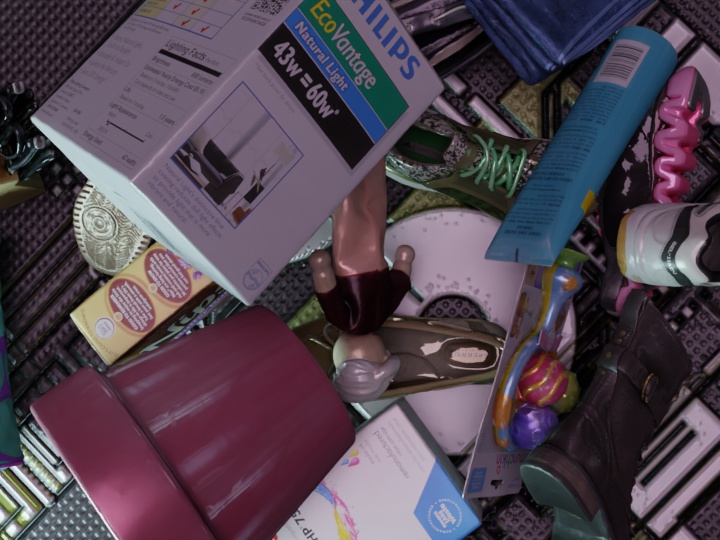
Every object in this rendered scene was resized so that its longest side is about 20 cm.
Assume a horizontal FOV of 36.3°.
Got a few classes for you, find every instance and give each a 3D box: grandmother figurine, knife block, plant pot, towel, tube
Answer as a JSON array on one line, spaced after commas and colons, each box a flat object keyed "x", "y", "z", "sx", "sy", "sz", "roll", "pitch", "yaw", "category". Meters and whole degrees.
[{"x": 0.000, "y": 0.000, "z": 0.828, "sx": 0.060, "sy": 0.121, "sz": 0.202, "roll": 5, "pitch": 98, "yaw": 48, "category": "grandmother figurine"}, {"x": -0.331, "y": -0.080, "z": 0.863, "sx": 0.199, "sy": 0.176, "sz": 0.064, "roll": -22, "pitch": 86, "yaw": 5, "category": "knife block"}, {"x": -0.111, "y": 0.126, "z": 0.798, "sx": 0.179, "sy": 0.200, "sz": 0.201, "roll": -36, "pitch": 86, "yaw": -16, "category": "plant pot"}, {"x": 0.176, "y": -0.237, "z": 0.844, "sx": 0.200, "sy": 0.049, "sz": 0.112, "roll": -38, "pitch": 84, "yaw": -18, "category": "towel"}, {"x": 0.162, "y": -0.087, "z": 0.799, "sx": 0.050, "sy": 0.077, "sz": 0.201, "roll": 40, "pitch": 75, "yaw": -21, "category": "tube"}]

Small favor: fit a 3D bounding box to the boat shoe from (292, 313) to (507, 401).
[{"x": 0.024, "y": 0.069, "z": 0.881, "sx": 0.199, "sy": 0.063, "sz": 0.074, "roll": 1, "pitch": 89, "yaw": 6, "category": "boat shoe"}]

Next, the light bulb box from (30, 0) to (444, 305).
[{"x": -0.088, "y": -0.115, "z": 0.748, "sx": 0.200, "sy": 0.198, "sz": 0.125, "roll": -48, "pitch": 127, "yaw": -10, "category": "light bulb box"}]

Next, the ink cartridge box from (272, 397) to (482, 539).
[{"x": -0.014, "y": 0.207, "z": 0.881, "sx": 0.199, "sy": 0.067, "sz": 0.117, "roll": -37, "pitch": 86, "yaw": 5, "category": "ink cartridge box"}]

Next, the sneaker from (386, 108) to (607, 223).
[{"x": 0.091, "y": -0.081, "z": 0.854, "sx": 0.198, "sy": 0.089, "sz": 0.078, "roll": 15, "pitch": 94, "yaw": 15, "category": "sneaker"}]

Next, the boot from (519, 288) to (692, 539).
[{"x": 0.210, "y": 0.135, "z": 0.846, "sx": 0.069, "sy": 0.201, "sz": 0.174, "roll": 17, "pitch": 58, "yaw": 42, "category": "boot"}]

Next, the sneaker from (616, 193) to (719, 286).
[{"x": 0.286, "y": -0.021, "z": 0.808, "sx": 0.199, "sy": 0.087, "sz": 0.076, "roll": -15, "pitch": 105, "yaw": -29, "category": "sneaker"}]

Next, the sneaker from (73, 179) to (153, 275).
[{"x": -0.180, "y": -0.099, "z": 0.909, "sx": 0.070, "sy": 0.109, "sz": 0.201, "roll": 17, "pitch": 121, "yaw": 3, "category": "sneaker"}]

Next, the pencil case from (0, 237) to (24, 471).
[{"x": -0.329, "y": 0.072, "z": 0.903, "sx": 0.085, "sy": 0.092, "sz": 0.202, "roll": -7, "pitch": 90, "yaw": -31, "category": "pencil case"}]

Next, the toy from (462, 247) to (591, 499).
[{"x": 0.142, "y": 0.080, "z": 0.839, "sx": 0.047, "sy": 0.115, "sz": 0.202, "roll": 12, "pitch": 88, "yaw": 31, "category": "toy"}]

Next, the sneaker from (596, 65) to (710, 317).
[{"x": 0.209, "y": -0.065, "z": 0.870, "sx": 0.095, "sy": 0.079, "sz": 0.202, "roll": 14, "pitch": 90, "yaw": 28, "category": "sneaker"}]

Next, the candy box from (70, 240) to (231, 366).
[{"x": -0.122, "y": -0.008, "z": 0.870, "sx": 0.200, "sy": 0.117, "sz": 0.057, "roll": -40, "pitch": 85, "yaw": 4, "category": "candy box"}]

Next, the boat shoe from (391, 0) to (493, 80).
[{"x": 0.025, "y": -0.167, "z": 0.872, "sx": 0.199, "sy": 0.063, "sz": 0.073, "roll": -29, "pitch": 131, "yaw": 2, "category": "boat shoe"}]
